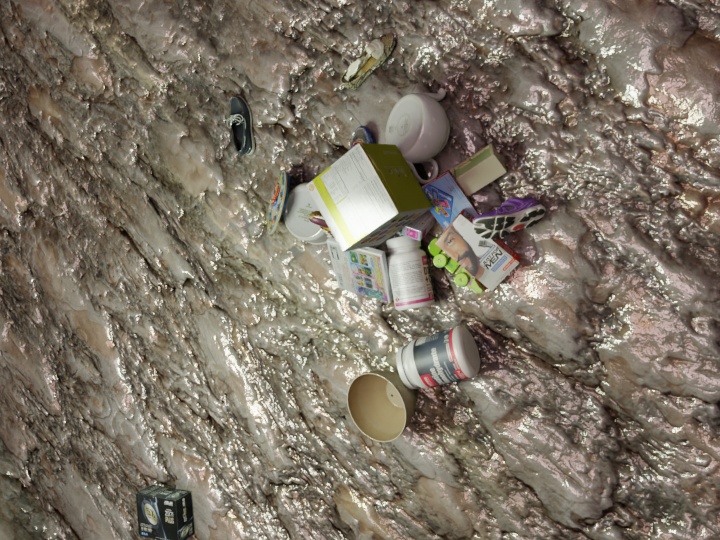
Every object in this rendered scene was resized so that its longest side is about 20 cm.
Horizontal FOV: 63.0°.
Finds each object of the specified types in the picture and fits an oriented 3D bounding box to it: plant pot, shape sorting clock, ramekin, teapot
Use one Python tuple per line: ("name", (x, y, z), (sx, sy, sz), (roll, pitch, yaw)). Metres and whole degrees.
("plant pot", (0.081, 0.371, 1.689), (0.200, 0.134, 0.201), (9, 105, 35))
("shape sorting clock", (-0.259, -0.209, 1.809), (0.039, 0.200, 0.201), (15, 104, -15))
("ramekin", (-0.145, -0.178, 1.791), (0.202, 0.094, 0.203), (2, 94, 26))
("teapot", (0.172, -0.373, 1.595), (0.200, 0.146, 0.198), (-55, 43, 34))

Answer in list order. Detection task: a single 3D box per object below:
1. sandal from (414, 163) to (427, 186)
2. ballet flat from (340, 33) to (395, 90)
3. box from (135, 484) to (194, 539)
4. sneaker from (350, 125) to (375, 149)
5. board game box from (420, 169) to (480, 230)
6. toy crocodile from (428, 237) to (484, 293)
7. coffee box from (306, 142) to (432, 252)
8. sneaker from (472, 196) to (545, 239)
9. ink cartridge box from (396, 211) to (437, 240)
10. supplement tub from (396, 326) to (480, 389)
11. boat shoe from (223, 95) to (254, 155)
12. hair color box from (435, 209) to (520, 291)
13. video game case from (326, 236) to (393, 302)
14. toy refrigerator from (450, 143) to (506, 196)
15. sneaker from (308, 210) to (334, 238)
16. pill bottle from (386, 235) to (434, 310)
("sandal", (0.126, -0.290, 1.662), (0.201, 0.081, 0.055), (65, 154, 20))
("ballet flat", (0.017, -0.602, 1.689), (0.200, 0.075, 0.068), (-42, 75, 22))
("box", (-0.719, 0.894, 2.161), (0.199, 0.086, 0.165), (-1, 93, 27))
("sneaker", (-0.007, -0.323, 1.720), (0.075, 0.078, 0.201), (12, 99, 24))
("board game box", (0.247, -0.165, 1.574), (0.103, 0.019, 0.200), (-30, 117, 22))
("toy crocodile", (0.264, -0.011, 1.615), (0.200, 0.067, 0.062), (44, 111, 17))
("coffee box", (0.026, -0.189, 1.506), (0.198, 0.199, 0.200), (-34, 81, 31))
("sneaker", (0.373, -0.141, 1.511), (0.081, 0.199, 0.084), (93, 157, -47))
("ink cartridge box", (0.107, -0.154, 1.655), (0.199, 0.119, 0.042), (22, 133, 22))
("supplement tub", (0.214, 0.245, 1.618), (0.199, 0.140, 0.141), (-21, 85, 26))
("boat shoe", (-0.397, -0.474, 1.912), (0.075, 0.062, 0.201), (-8, 90, 29))
("hair color box", (0.311, -0.054, 1.557), (0.200, 0.064, 0.111), (40, 115, 1))
("video game case", (0.000, 0.000, 1.703), (0.181, 0.024, 0.200), (16, 141, 26))
("toy refrigerator", (0.282, -0.249, 1.570), (0.200, 0.076, 0.070), (-32, 116, 25))
("sneaker", (-0.072, -0.108, 1.708), (0.075, 0.199, 0.090), (41, 111, 53))
("pill bottle", (0.137, 0.005, 1.654), (0.113, 0.113, 0.201), (-11, 89, 27))
